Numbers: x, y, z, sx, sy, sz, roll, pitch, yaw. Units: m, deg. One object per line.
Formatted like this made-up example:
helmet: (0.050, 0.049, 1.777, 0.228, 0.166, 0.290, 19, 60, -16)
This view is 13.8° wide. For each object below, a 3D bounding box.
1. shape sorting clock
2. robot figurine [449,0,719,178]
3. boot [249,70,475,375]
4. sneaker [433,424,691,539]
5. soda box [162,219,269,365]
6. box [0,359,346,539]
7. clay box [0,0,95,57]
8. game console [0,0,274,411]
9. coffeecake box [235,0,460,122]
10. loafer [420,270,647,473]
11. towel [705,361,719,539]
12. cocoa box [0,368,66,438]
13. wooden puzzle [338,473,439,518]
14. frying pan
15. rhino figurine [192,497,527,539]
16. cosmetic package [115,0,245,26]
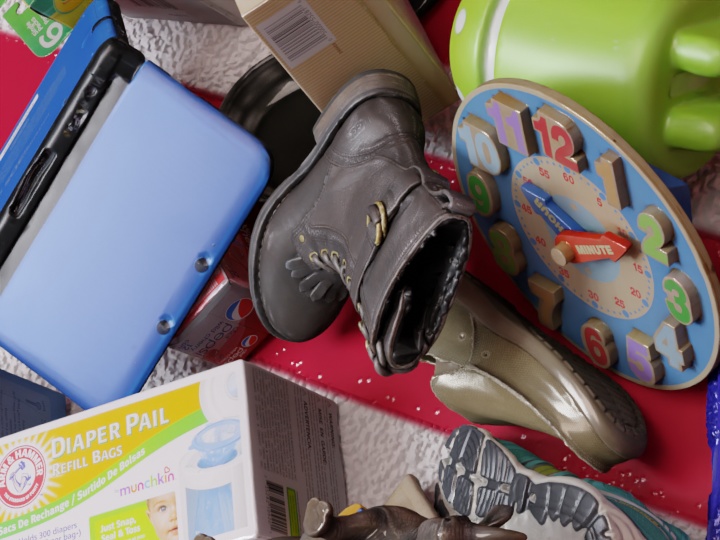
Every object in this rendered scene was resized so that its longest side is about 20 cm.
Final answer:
shape sorting clock: (0.120, -0.017, 1.613, 0.039, 0.200, 0.200, -35, 47, -26)
robot figurine: (0.136, -0.118, 1.674, 0.200, 0.116, 0.176, 17, 115, 36)
boot: (0.000, 0.000, 1.674, 0.174, 0.069, 0.200, -109, 34, -51)
sneaker: (0.105, 0.139, 1.631, 0.200, 0.079, 0.078, 25, 103, 56)
soda box: (-0.119, -0.036, 1.847, 0.063, 0.070, 0.200, -44, 54, 20)
box: (-0.118, 0.140, 1.764, 0.199, 0.101, 0.113, -19, 64, 28)
clay box: (-0.178, -0.243, 1.873, 0.200, 0.048, 0.115, -52, 50, 10)
game console: (-0.156, -0.040, 1.820, 0.200, 0.118, 0.171, -57, 19, 13)
coffeecake box: (-0.034, -0.188, 1.769, 0.073, 0.154, 0.200, -33, 47, 9)
loafer: (0.085, 0.062, 1.676, 0.068, 0.076, 0.200, -55, 43, 6)
towel: (0.243, 0.113, 1.561, 0.147, 0.050, 0.201, -7, 69, 33)
cocoa box: (-0.266, 0.166, 1.836, 0.131, 0.133, 0.201, -16, 65, 28)
wooden puzzle: (-0.019, 0.206, 1.635, 0.185, 0.046, 0.200, -55, 12, 6)
frying pan: (-0.020, -0.120, 1.836, 0.115, 0.031, 0.190, 19, 71, 35)
rhino figurine: (0.008, 0.147, 1.507, 0.200, 0.087, 0.060, -18, 64, 41)
cosmetic package: (-0.110, -0.267, 1.916, 0.107, 0.085, 0.201, 9, 78, 37)
